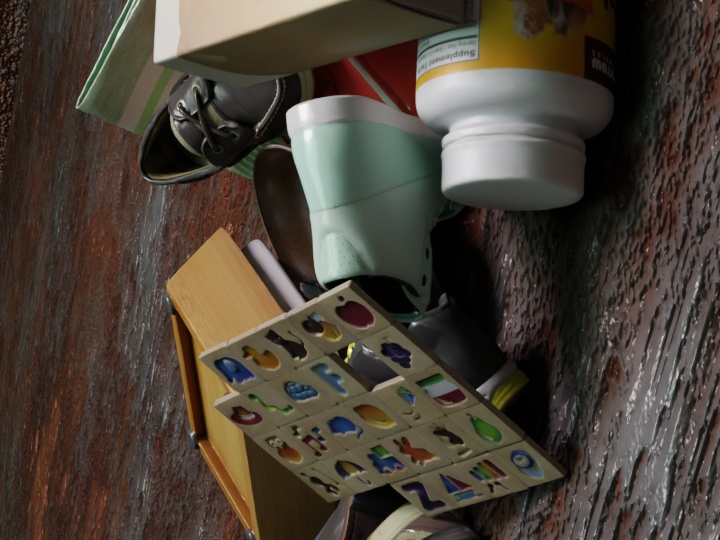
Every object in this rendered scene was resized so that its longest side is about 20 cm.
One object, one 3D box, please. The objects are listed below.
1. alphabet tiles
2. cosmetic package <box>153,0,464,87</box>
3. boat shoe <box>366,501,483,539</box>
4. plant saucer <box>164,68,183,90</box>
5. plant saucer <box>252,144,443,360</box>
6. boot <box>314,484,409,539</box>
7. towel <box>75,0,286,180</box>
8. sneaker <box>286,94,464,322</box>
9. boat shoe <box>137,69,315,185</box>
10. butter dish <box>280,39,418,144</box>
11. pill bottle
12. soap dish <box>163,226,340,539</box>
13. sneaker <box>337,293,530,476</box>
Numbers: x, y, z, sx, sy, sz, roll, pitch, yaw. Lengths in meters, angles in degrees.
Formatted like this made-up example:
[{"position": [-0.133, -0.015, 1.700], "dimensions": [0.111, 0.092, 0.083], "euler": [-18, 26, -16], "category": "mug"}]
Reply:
[{"position": [0.000, 0.085, 1.133], "dimensions": [0.200, 0.167, 0.008], "euler": [-25, 28, 53], "category": "alphabet tiles"}, {"position": [-0.031, -0.172, 1.084], "dimensions": [0.199, 0.071, 0.106], "euler": [-11, 73, 51], "category": "cosmetic package"}, {"position": [0.000, 0.223, 1.164], "dimensions": [0.200, 0.073, 0.065], "euler": [-55, 23, -13], "category": "boat shoe"}, {"position": [-0.068, -0.165, 1.409], "dimensions": [0.037, 0.199, 0.201], "euler": [45, 127, 54], "category": "plant saucer"}, {"position": [0.000, 0.000, 1.271], "dimensions": [0.200, 0.032, 0.201], "euler": [47, 157, 27], "category": "plant saucer"}, {"position": [-0.003, 0.208, 1.266], "dimensions": [0.097, 0.074, 0.201], "euler": [117, 175, -67], "category": "boot"}, {"position": [-0.077, -0.141, 1.372], "dimensions": [0.153, 0.199, 0.023], "euler": [-60, 29, 15], "category": "towel"}, {"position": [0.028, -0.026, 1.122], "dimensions": [0.073, 0.200, 0.119], "euler": [-12, 80, 34], "category": "sneaker"}, {"position": [-0.091, -0.098, 1.269], "dimensions": [0.072, 0.066, 0.201], "euler": [52, 152, -3], "category": "boat shoe"}, {"position": [0.011, -0.159, 1.275], "dimensions": [0.200, 0.148, 0.200], "euler": [48, 152, 3], "category": "butter dish"}, {"position": [0.086, -0.138, 1.074], "dimensions": [0.109, 0.108, 0.202], "euler": [154, 120, -68], "category": "pill bottle"}, {"position": [-0.070, 0.093, 1.375], "dimensions": [0.158, 0.081, 0.201], "euler": [54, 158, 40], "category": "soap dish"}, {"position": [0.020, 0.064, 1.188], "dimensions": [0.199, 0.074, 0.085], "euler": [-22, 101, 48], "category": "sneaker"}]
